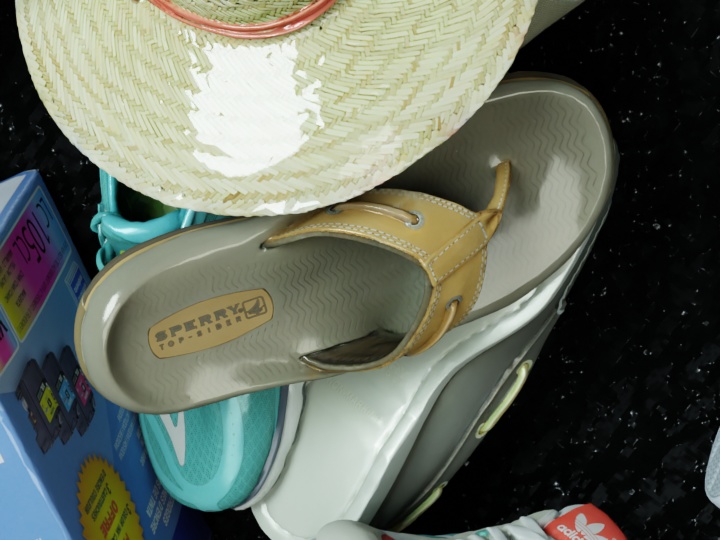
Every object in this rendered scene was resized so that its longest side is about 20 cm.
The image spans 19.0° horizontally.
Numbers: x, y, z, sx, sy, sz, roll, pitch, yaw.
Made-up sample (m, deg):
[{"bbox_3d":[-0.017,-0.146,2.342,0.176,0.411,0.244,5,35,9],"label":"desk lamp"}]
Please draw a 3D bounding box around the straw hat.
[{"bbox_3d":[-0.042,-0.125,0.685,0.199,0.085,0.203,-4,70,13],"label":"straw hat"}]

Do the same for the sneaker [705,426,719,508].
[{"bbox_3d":[0.207,0.021,0.805,0.071,0.073,0.201,32,107,-8],"label":"sneaker"}]

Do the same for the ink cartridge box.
[{"bbox_3d":[-0.122,0.083,0.793,0.076,0.137,0.201,-18,110,12],"label":"ink cartridge box"}]

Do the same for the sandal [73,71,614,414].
[{"bbox_3d":[0.000,0.000,0.728,0.199,0.054,0.081,-23,113,-7],"label":"sandal"}]

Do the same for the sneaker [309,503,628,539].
[{"bbox_3d":[0.049,0.114,0.802,0.093,0.070,0.200,-40,149,6],"label":"sneaker"}]

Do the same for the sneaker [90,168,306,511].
[{"bbox_3d":[-0.069,-0.005,0.781,0.077,0.080,0.202,3,107,28],"label":"sneaker"}]

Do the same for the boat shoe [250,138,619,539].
[{"bbox_3d":[0.034,0.022,0.812,0.072,0.060,0.202,42,105,26],"label":"boat shoe"}]

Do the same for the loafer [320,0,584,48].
[{"bbox_3d":[0.042,-0.105,0.747,0.075,0.068,0.201,14,113,-46],"label":"loafer"}]
